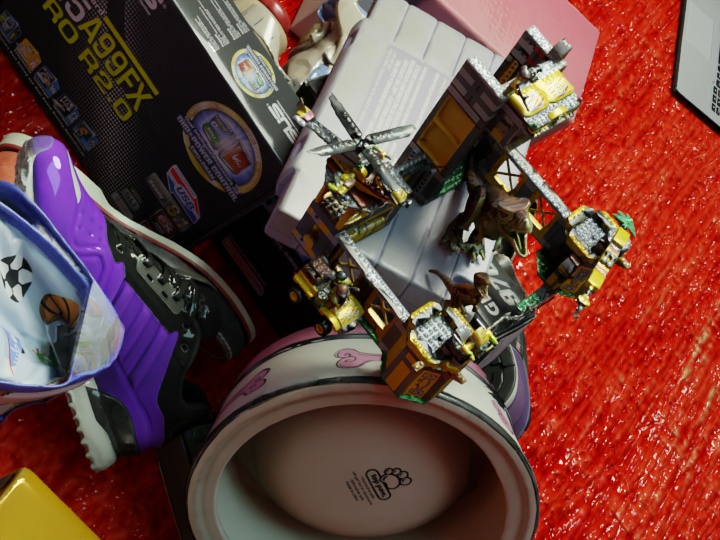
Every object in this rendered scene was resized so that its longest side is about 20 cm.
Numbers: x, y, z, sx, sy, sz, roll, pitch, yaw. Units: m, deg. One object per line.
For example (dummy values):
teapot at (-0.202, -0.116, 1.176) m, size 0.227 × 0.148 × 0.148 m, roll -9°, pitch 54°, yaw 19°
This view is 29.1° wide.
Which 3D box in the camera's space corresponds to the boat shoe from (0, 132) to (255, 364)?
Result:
boat shoe at (-0.152, 0.001, 0.845) m, size 0.200 × 0.071 × 0.063 m, roll 39°, pitch 57°, yaw -20°

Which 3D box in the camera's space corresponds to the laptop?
laptop at (0.432, -0.220, 1.418) m, size 0.199 × 0.116 × 0.188 m, roll 33°, pitch 52°, yaw -25°

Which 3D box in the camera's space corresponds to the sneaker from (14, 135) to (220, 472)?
sneaker at (-0.132, 0.011, 0.787) m, size 0.099 × 0.070 × 0.202 m, roll -15°, pitch 116°, yaw -8°

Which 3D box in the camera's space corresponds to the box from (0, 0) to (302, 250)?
box at (-0.129, -0.116, 0.854) m, size 0.201 × 0.160 × 0.044 m, roll 56°, pitch 47°, yaw -7°

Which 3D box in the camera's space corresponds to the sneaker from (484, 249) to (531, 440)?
sneaker at (0.087, 0.037, 1.052) m, size 0.088 × 0.075 × 0.202 m, roll 50°, pitch 31°, yaw -52°

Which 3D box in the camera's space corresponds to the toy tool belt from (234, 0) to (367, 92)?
toy tool belt at (-0.003, -0.137, 0.974) m, size 0.123 × 0.125 × 0.200 m, roll -45°, pitch 118°, yaw -13°

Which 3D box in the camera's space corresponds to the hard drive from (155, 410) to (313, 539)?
hard drive at (-0.030, 0.149, 0.905) m, size 0.199 × 0.038 × 0.141 m, roll -10°, pitch 78°, yaw -44°

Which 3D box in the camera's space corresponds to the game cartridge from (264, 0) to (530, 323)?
game cartridge at (0.030, -0.069, 0.816) m, size 0.129 × 0.038 × 0.201 m, roll 26°, pitch 51°, yaw -4°

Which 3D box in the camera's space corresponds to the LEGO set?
LEGO set at (0.065, -0.037, 0.715) m, size 0.199 × 0.116 × 0.154 m, roll -21°, pitch 70°, yaw -35°

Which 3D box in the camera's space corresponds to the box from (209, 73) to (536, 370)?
box at (0.000, 0.000, 0.882) m, size 0.046 × 0.159 × 0.201 m, roll -22°, pitch 70°, yaw -44°

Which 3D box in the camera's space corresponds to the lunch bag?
lunch bag at (-0.239, 0.019, 0.694) m, size 0.199 × 0.170 × 0.125 m, roll 25°, pitch 61°, yaw -29°

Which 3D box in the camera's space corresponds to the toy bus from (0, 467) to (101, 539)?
toy bus at (-0.143, 0.202, 0.754) m, size 0.200 × 0.078 × 0.065 m, roll 48°, pitch 48°, yaw -13°

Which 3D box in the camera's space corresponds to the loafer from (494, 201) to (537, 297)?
loafer at (0.078, 0.014, 0.966) m, size 0.073 × 0.071 × 0.201 m, roll 64°, pitch 38°, yaw -57°

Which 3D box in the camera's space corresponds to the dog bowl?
dog bowl at (0.001, 0.113, 0.799) m, size 0.200 × 0.200 × 0.074 m, roll 35°, pitch 32°, yaw -23°

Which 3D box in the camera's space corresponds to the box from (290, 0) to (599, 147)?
box at (0.067, -0.186, 1.078) m, size 0.200 × 0.128 × 0.110 m, roll 37°, pitch 52°, yaw -21°
